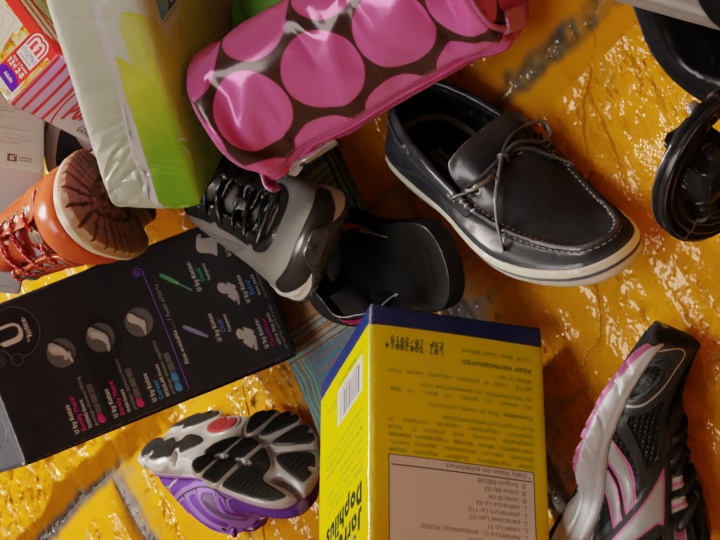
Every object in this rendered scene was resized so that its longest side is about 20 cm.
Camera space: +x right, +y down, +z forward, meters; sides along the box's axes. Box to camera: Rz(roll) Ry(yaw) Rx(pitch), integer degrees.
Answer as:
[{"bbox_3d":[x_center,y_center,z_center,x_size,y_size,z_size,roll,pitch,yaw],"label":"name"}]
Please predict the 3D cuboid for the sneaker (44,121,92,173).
[{"bbox_3d":[-0.151,-0.101,1.740,0.109,0.070,0.200,46,134,31],"label":"sneaker"}]

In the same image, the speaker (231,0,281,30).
[{"bbox_3d":[-0.027,-0.213,1.520,0.088,0.088,0.201,38,133,35],"label":"speaker"}]

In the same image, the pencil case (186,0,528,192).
[{"bbox_3d":[0.002,-0.128,1.470,0.200,0.091,0.094,-29,78,26],"label":"pencil case"}]

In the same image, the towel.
[{"bbox_3d":[-0.023,0.014,1.672,0.147,0.022,0.200,-36,77,51],"label":"towel"}]

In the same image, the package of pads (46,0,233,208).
[{"bbox_3d":[-0.127,-0.158,1.533,0.068,0.155,0.201,-4,122,16],"label":"package of pads"}]

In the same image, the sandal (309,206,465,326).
[{"bbox_3d":[0.000,0.000,1.561,0.200,0.045,0.075,-7,102,67],"label":"sandal"}]

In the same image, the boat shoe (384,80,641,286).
[{"bbox_3d":[0.081,-0.052,1.465,0.200,0.075,0.062,38,154,42],"label":"boat shoe"}]

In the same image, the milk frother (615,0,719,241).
[{"bbox_3d":[0.157,-0.129,1.237,0.188,0.200,0.181,23,127,45],"label":"milk frother"}]

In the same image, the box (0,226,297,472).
[{"bbox_3d":[-0.162,0.049,1.697,0.106,0.199,0.122,68,160,1],"label":"box"}]

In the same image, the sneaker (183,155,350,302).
[{"bbox_3d":[-0.068,-0.036,1.575,0.074,0.079,0.200,-66,27,5],"label":"sneaker"}]

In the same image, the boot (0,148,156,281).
[{"bbox_3d":[-0.193,-0.024,1.623,0.075,0.107,0.200,61,-177,-4],"label":"boot"}]

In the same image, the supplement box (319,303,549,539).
[{"bbox_3d":[0.041,0.137,1.492,0.110,0.108,0.201,120,155,-56],"label":"supplement box"}]

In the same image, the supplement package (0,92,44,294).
[{"bbox_3d":[-0.285,-0.097,1.797,0.200,0.117,0.117,-97,18,-48],"label":"supplement package"}]

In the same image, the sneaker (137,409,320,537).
[{"bbox_3d":[-0.076,0.146,1.772,0.084,0.081,0.200,59,158,-17],"label":"sneaker"}]

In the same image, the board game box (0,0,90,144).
[{"bbox_3d":[-0.217,-0.165,1.632,0.046,0.151,0.200,-43,63,10],"label":"board game box"}]

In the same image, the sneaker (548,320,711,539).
[{"bbox_3d":[0.166,0.122,1.460,0.086,0.080,0.201,23,123,12],"label":"sneaker"}]
